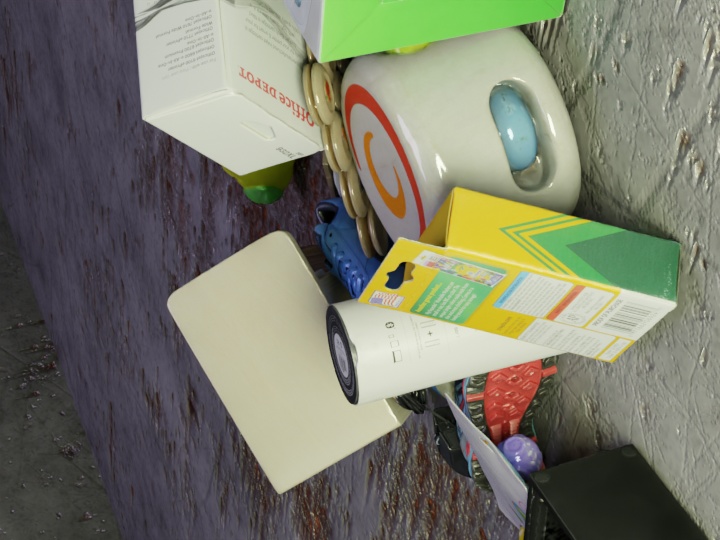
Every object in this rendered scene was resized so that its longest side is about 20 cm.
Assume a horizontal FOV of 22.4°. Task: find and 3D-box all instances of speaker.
[{"bbox_3d":[0.079,0.042,1.398,0.081,0.199,0.081,166,90,-77],"label":"speaker"}]

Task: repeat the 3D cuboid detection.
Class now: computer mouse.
[{"bbox_3d":[0.064,0.138,1.606,0.200,0.034,0.059,45,-156,-52],"label":"computer mouse"}]

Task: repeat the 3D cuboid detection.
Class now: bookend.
[{"bbox_3d":[0.203,0.274,1.358,0.199,0.092,0.200,-124,27,-47],"label":"bookend"}]

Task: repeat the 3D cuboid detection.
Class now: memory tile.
[{"bbox_3d":[-0.010,-0.122,1.499,0.154,0.017,0.200,-87,-18,-45],"label":"memory tile"}]

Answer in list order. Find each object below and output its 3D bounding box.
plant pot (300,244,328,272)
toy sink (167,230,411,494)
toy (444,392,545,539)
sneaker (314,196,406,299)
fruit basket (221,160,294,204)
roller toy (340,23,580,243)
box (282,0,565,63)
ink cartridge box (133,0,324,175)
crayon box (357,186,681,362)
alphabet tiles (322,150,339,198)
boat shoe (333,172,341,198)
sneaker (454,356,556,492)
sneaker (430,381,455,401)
[{"bbox_3d":[-0.024,0.074,1.722,0.093,0.200,0.201,172,86,-68],"label":"plant pot"},{"bbox_3d":[-0.059,0.071,1.607,0.200,0.130,0.112,58,-167,-1],"label":"toy sink"},{"bbox_3d":[0.137,0.177,1.483,0.115,0.047,0.200,48,168,38],"label":"toy"},{"bbox_3d":[0.000,0.000,1.564,0.200,0.078,0.066,-104,23,-55],"label":"sneaker"},{"bbox_3d":[-0.132,-0.171,1.985,0.215,0.155,0.216,-16,72,62],"label":"fruit basket"},{"bbox_3d":[0.081,-0.099,1.395,0.183,0.139,0.200,59,164,32],"label":"roller toy"},{"bbox_3d":[0.031,-0.259,1.338,0.097,0.199,0.177,97,152,-45],"label":"box"},{"bbox_3d":[-0.106,-0.194,1.423,0.145,0.084,0.201,29,-130,-57],"label":"ink cartridge box"},{"bbox_3d":[0.110,0.002,1.285,0.126,0.199,0.052,123,158,-64],"label":"crayon box"},{"bbox_3d":[-0.022,-0.147,1.723,0.200,0.008,0.168,73,-163,-74],"label":"alphabet tiles"},{"bbox_3d":[0.018,-0.072,1.683,0.066,0.070,0.200,-108,-4,-55],"label":"boat shoe"},{"bbox_3d":[0.107,0.096,1.543,0.096,0.079,0.200,-118,24,-43],"label":"sneaker"},{"bbox_3d":[0.059,0.016,1.629,0.111,0.077,0.200,24,132,56],"label":"sneaker"}]
